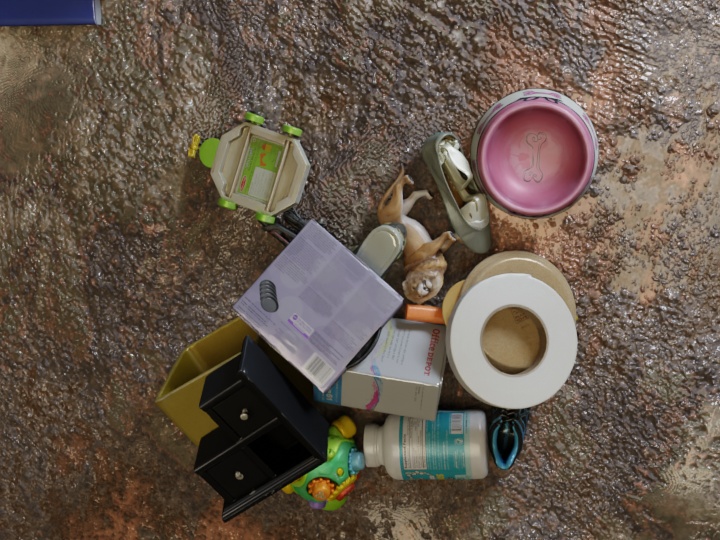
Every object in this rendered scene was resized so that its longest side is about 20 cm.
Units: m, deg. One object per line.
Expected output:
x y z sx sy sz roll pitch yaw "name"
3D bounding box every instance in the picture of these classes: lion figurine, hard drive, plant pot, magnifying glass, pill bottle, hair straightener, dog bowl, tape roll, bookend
0.080 -0.056 1.483 0.122 0.072 0.201 -37 80 23 "lion figurine"
-0.519 -0.463 1.507 0.197 0.025 0.134 1 102 9 "hard drive"
-0.179 0.202 1.518 0.193 0.196 0.201 -29 107 14 "plant pot"
0.169 0.076 1.482 0.197 0.022 0.081 7 79 -9 "magnifying glass"
0.107 0.283 1.521 0.197 0.111 0.112 -2 102 11 "pill bottle"
-0.086 -0.057 1.523 0.199 0.041 0.077 39 101 4 "hair straightener"
0.263 -0.172 1.417 0.197 0.074 0.203 2 102 8 "dog bowl"
0.227 0.105 1.408 0.200 0.037 0.206 1 85 -7 "tape roll"
-0.182 0.236 1.382 0.198 0.092 0.201 -32 113 15 "bookend"

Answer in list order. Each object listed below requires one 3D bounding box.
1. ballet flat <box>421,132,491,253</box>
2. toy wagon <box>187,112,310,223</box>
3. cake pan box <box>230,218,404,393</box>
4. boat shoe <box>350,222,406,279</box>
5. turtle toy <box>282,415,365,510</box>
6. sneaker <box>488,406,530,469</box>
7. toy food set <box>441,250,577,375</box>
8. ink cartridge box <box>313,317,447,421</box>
0.158 -0.120 1.443 0.064 0.067 0.202 -20 99 58 "ballet flat"
-0.180 -0.171 1.497 0.198 0.040 0.157 20 96 15 "toy wagon"
-0.060 0.055 1.396 0.200 0.052 0.185 40 86 7 "cake pan box"
0.002 0.002 1.465 0.072 0.060 0.202 45 118 4 "boat shoe"
-0.055 0.333 1.535 0.145 0.200 0.101 -36 74 -22 "turtle toy"
0.244 0.221 1.500 0.072 0.082 0.203 3 101 10 "sneaker"
0.241 0.071 1.456 0.200 0.049 0.198 -40 90 -10 "toy food set"
0.036 0.147 1.477 0.197 0.145 0.085 8 127 8 "ink cartridge box"
